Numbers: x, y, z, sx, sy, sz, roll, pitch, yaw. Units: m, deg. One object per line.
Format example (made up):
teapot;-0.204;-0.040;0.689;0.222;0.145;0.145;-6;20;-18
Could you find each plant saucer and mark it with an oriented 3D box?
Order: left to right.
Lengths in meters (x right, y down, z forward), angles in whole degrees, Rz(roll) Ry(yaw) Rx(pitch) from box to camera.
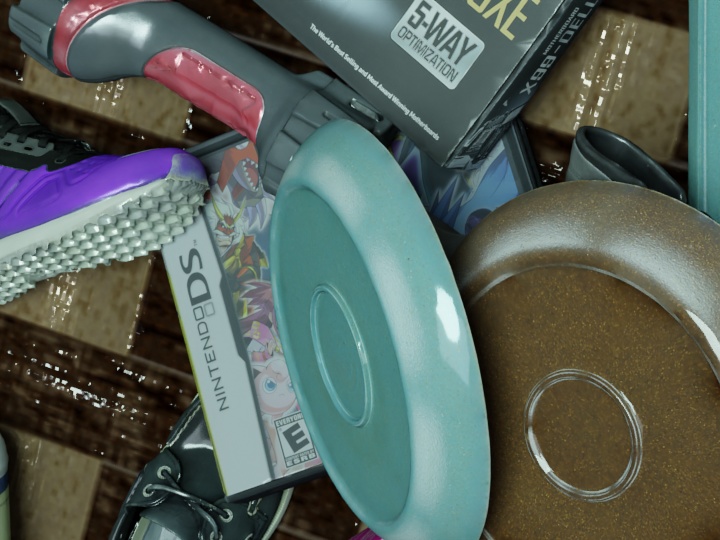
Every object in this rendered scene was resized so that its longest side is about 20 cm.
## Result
plant saucer;0.000;0.035;0.835;0.027;0.200;0.202;-15;95;-18
plant saucer;0.098;0.064;0.783;0.199;0.032;0.202;13;111;36
plant saucer;0.181;-0.061;0.854;0.069;0.019;0.201;-3;58;16

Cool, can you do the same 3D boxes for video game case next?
video game case;0.000;0.000;0.948;0.199;0.025;0.182;-20;76;17

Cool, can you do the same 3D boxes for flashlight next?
flashlight;-0.082;-0.091;0.944;0.199;0.068;0.068;35;132;19

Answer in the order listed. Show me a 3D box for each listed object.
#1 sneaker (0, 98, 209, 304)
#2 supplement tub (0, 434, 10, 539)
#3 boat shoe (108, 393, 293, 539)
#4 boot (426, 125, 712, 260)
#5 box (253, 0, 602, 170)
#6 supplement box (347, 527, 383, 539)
sneaker;-0.170;-0.047;0.978;0.199;0.069;0.100;-18;76;30
supplement tub;-0.256;0.183;1.009;0.144;0.145;0.202;2;99;15
boat shoe;-0.094;0.137;0.998;0.074;0.066;0.200;34;104;10
boot;0.078;-0.013;0.840;0.200;0.070;0.132;40;126;24
box;0.024;-0.170;0.909;0.200;0.050;0.158;43;107;18
supplement box;0.066;0.151;0.939;0.199;0.103;0.102;-33;88;18
